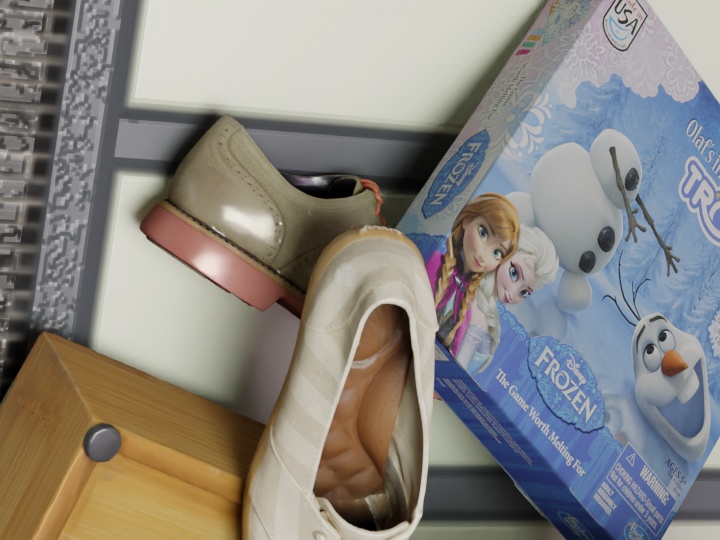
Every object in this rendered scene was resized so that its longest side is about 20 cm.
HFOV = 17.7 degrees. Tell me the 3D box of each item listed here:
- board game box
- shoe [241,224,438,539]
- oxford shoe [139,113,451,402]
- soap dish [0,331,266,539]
[{"bbox_3d":[0.113,0.000,1.075,0.200,0.043,0.199,48,62,-30],"label":"board game box"},{"bbox_3d":[-0.007,0.080,0.974,0.070,0.053,0.201,0,118,-19],"label":"shoe"},{"bbox_3d":[0.000,0.000,1.045,0.200,0.070,0.075,30,91,-30],"label":"oxford shoe"},{"bbox_3d":[-0.091,0.137,1.044,0.199,0.081,0.158,26,96,-29],"label":"soap dish"}]
